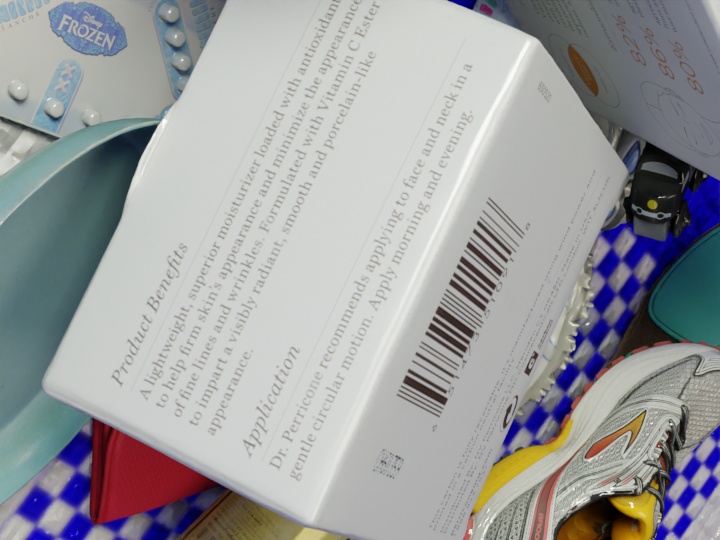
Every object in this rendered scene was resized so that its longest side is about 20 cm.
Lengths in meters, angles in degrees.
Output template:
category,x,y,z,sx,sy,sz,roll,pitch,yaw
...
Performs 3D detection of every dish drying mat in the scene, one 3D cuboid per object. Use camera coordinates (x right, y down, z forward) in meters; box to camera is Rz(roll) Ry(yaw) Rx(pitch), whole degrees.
category,x,y,z,sx,sy,sz,roll,pitch,yaw
dish drying mat,-0.043,0.065,0.901,0.199,0.018,0.078,-16,124,-37

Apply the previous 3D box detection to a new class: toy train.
category,x,y,z,sx,sy,sz,roll,pitch,yaw
toy train,0.166,-0.100,0.876,0.046,0.034,0.201,81,29,-52

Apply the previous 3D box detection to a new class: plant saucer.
category,x,y,z,sx,sy,sz,roll,pitch,yaw
plant saucer,-0.134,0.020,0.734,0.200,0.027,0.201,-49,164,-20

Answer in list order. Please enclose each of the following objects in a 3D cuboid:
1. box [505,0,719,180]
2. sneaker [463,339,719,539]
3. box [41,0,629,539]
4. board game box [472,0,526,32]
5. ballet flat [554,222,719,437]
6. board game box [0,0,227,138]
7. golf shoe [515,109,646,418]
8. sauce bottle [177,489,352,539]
category,x,y,z,sx,sy,sz,roll,pitch,yaw
box,0.137,-0.137,0.767,0.106,0.200,0.153,-39,124,-7
sneaker,0.140,0.114,0.980,0.199,0.082,0.078,-38,130,-24
box,0.000,0.000,0.766,0.201,0.130,0.200,-64,158,-3
board game box,0.167,-0.189,0.933,0.199,0.043,0.201,12,105,-45
ballet flat,0.188,0.052,1.084,0.201,0.068,0.072,-54,157,-4
board game box,-0.084,-0.144,0.738,0.199,0.026,0.202,19,99,-46
golf shoe,0.081,-0.017,0.949,0.096,0.079,0.202,15,119,-8
sauce bottle,-0.007,0.095,0.891,0.200,0.066,0.066,-43,136,-6
